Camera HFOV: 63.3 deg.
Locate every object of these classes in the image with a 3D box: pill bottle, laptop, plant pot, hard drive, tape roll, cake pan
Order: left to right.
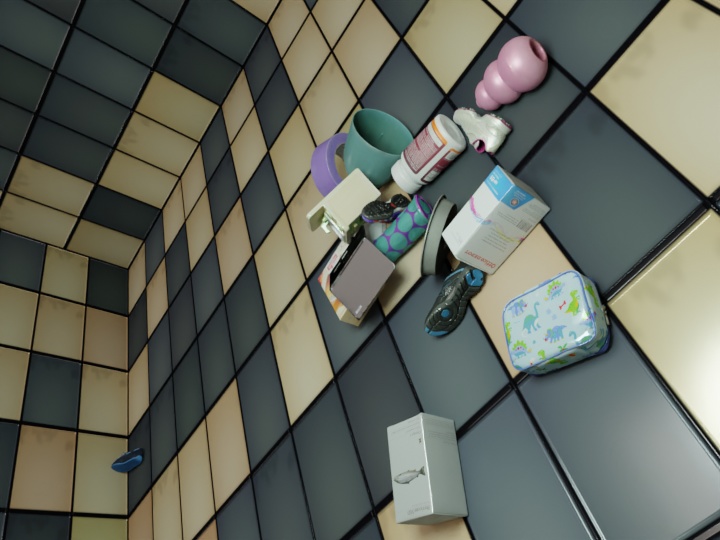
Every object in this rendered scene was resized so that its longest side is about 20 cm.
[{"bbox_3d":[-0.055,-0.315,1.815,0.084,0.196,0.207,-18,59,45],"label":"tape roll"},{"bbox_3d":[0.000,0.000,1.588,0.179,0.102,0.201,-54,13,13],"label":"laptop"},{"bbox_3d":[0.029,-0.055,1.729,0.130,0.026,0.206,-30,51,42],"label":"hard drive"},{"bbox_3d":[0.039,-0.344,1.719,0.163,0.194,0.205,120,147,-43],"label":"plant pot"},{"bbox_3d":[0.180,-0.308,1.574,0.199,0.112,0.117,-41,44,33],"label":"pill bottle"},{"bbox_3d":[0.191,-0.078,1.410,0.036,0.200,0.207,16,86,17],"label":"cake pan"}]

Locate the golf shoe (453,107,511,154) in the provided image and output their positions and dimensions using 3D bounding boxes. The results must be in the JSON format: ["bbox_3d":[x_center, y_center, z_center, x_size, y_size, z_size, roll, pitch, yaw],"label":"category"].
[{"bbox_3d":[0.292,-0.356,1.485,0.199,0.074,0.094,39,108,54],"label":"golf shoe"}]

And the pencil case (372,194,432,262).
[{"bbox_3d":[0.118,-0.109,1.586,0.200,0.084,0.094,-46,23,32],"label":"pencil case"}]

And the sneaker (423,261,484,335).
[{"bbox_3d":[0.219,0.067,1.397,0.202,0.072,0.082,-53,23,13],"label":"sneaker"}]

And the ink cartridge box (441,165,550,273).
[{"bbox_3d":[0.297,-0.107,1.297,0.202,0.142,0.086,-52,40,22],"label":"ink cartridge box"}]

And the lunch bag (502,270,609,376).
[{"bbox_3d":[0.379,0.102,1.145,0.198,0.081,0.166,-35,49,39],"label":"lunch bag"}]

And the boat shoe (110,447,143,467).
[{"bbox_3d":[-1.069,0.878,2.704,0.195,0.085,0.070,-21,37,21],"label":"boat shoe"}]

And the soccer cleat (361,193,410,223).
[{"bbox_3d":[0.065,-0.154,1.604,0.068,0.198,0.074,41,128,18],"label":"soccer cleat"}]

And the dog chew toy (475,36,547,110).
[{"bbox_3d":[0.357,-0.466,1.418,0.199,0.121,0.128,-38,46,47],"label":"dog chew toy"}]

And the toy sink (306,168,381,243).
[{"bbox_3d":[-0.043,-0.160,1.642,0.199,0.131,0.112,-43,80,-10],"label":"toy sink"}]

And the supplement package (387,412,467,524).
[{"bbox_3d":[0.142,0.434,1.271,0.116,0.115,0.206,-33,50,38],"label":"supplement package"}]

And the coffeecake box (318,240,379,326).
[{"bbox_3d":[-0.028,0.031,1.678,0.156,0.072,0.201,-56,37,17],"label":"coffeecake box"}]
